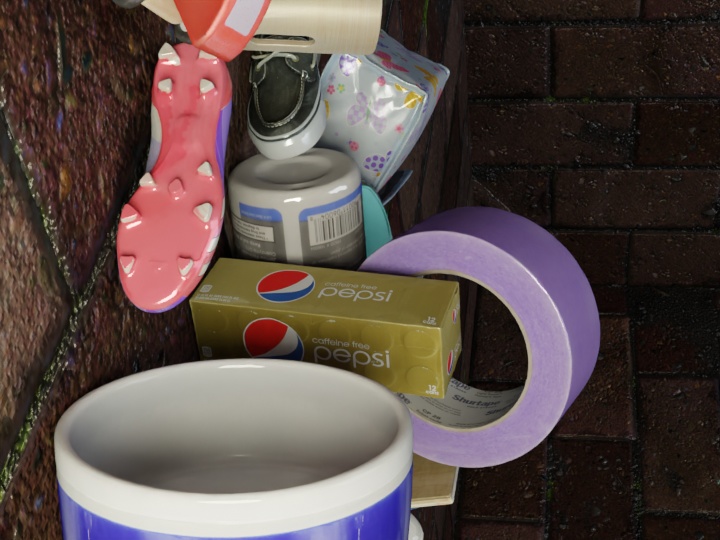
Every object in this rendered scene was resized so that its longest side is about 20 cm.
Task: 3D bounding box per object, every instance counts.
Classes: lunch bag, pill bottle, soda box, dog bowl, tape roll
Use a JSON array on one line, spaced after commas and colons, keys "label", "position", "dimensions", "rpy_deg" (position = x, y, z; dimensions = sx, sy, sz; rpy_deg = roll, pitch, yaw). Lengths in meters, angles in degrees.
[{"label": "lunch bag", "position": [-0.004, -0.130, 1.166], "dimensions": [0.200, 0.127, 0.170], "rpy_deg": [-58, 180, 21]}, {"label": "pill bottle", "position": [-0.050, 0.004, 1.000], "dimensions": [0.114, 0.114, 0.200], "rpy_deg": [-70, 159, -62]}, {"label": "soda box", "position": [-0.025, 0.042, 0.884], "dimensions": [0.064, 0.200, 0.068], "rpy_deg": [-63, 153, -53]}, {"label": "dog bowl", "position": [-0.070, 0.119, 0.654], "dimensions": [0.200, 0.200, 0.079], "rpy_deg": [-56, 148, -72]}, {"label": "tape roll", "position": [0.088, 0.053, 0.939], "dimensions": [0.085, 0.200, 0.200], "rpy_deg": [-34, 126, -59]}]

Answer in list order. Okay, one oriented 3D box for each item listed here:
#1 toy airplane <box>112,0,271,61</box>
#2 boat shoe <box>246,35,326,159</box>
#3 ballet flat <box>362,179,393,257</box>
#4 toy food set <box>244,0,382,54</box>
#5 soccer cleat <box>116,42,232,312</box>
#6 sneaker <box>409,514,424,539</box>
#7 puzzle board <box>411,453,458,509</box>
[{"label": "toy airplane", "position": [-0.080, -0.254, 0.719], "dimensions": [0.199, 0.141, 0.200], "rpy_deg": [65, 34, -23]}, {"label": "boat shoe", "position": [-0.073, -0.179, 1.021], "dimensions": [0.200, 0.072, 0.071], "rpy_deg": [-94, 169, -47]}, {"label": "ballet flat", "position": [0.000, 0.000, 1.103], "dimensions": [0.074, 0.074, 0.200], "rpy_deg": [-71, 150, -60]}, {"label": "toy food set", "position": [-0.057, -0.266, 0.861], "dimensions": [0.060, 0.143, 0.200], "rpy_deg": [163, -72, -82]}, {"label": "soccer cleat", "position": [-0.117, -0.060, 0.766], "dimensions": [0.076, 0.067, 0.200], "rpy_deg": [80, 12, -66]}, {"label": "sneaker", "position": [0.003, 0.227, 1.121], "dimensions": [0.200, 0.087, 0.075], "rpy_deg": [34, 41, -34]}, {"label": "puzzle board", "position": [-0.010, 0.171, 0.998], "dimensions": [0.151, 0.200, 0.017], "rpy_deg": [-65, 144, -66]}]
